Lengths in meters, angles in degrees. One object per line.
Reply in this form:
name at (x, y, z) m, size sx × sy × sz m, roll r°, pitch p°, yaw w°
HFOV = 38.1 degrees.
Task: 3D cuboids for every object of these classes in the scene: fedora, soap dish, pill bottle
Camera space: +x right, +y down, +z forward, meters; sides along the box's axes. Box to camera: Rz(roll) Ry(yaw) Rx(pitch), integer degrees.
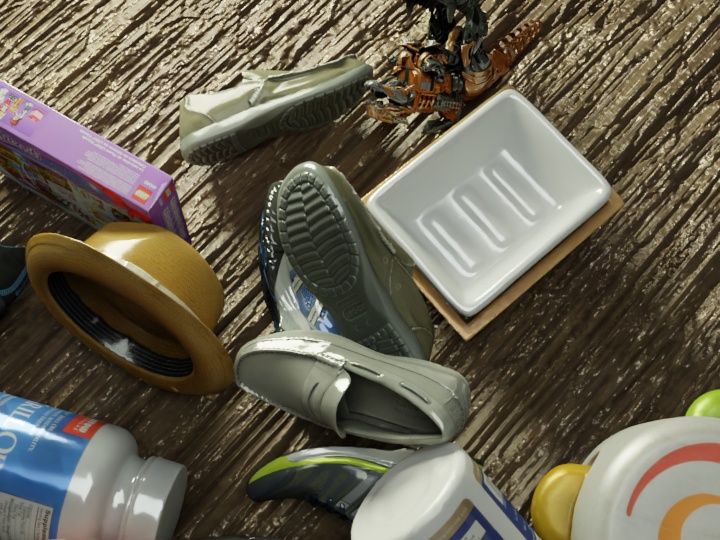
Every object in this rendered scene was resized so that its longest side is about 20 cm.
fedora at (-0.178, 0.019, 0.861) m, size 0.199 × 0.201 × 0.082 m, roll 26°, pitch 58°, yaw 8°
soap dish at (0.113, -0.051, 0.943) m, size 0.199 × 0.081 × 0.158 m, roll -38°, pitch 75°, yaw -15°
pill bottle at (0.093, 0.237, 0.791) m, size 0.111 × 0.111 × 0.200 m, roll -44°, pitch 104°, yaw -16°
pill bottle at (-0.245, 0.168, 0.835) m, size 0.198 × 0.112 × 0.113 m, roll 15°, pitch 70°, yaw 3°

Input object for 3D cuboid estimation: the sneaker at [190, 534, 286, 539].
sneaker at (-0.057, 0.275, 0.819) m, size 0.197 × 0.076 × 0.115 m, roll 14°, pitch 63°, yaw -2°

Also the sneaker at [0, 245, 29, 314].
sneaker at (-0.387, -0.025, 0.935) m, size 0.199 × 0.073 × 0.082 m, roll 33°, pitch 55°, yaw 4°

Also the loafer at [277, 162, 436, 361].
loafer at (0.000, 0.000, 0.863) m, size 0.070 × 0.075 × 0.202 m, roll -41°, pitch 108°, yaw -52°

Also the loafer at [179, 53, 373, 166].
loafer at (-0.084, -0.166, 0.984) m, size 0.198 × 0.075 × 0.070 m, roll -21°, pitch 75°, yaw -9°

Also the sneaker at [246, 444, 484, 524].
sneaker at (0.004, 0.189, 0.857) m, size 0.197 × 0.074 × 0.082 m, roll 1°, pitch 72°, yaw 1°

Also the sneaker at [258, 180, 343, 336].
sneaker at (-0.045, 0.017, 0.924) m, size 0.076 × 0.076 × 0.202 m, roll -10°, pitch 79°, yaw -12°

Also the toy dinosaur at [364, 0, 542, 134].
toy dinosaur at (0.086, -0.209, 1.001) m, size 0.101 × 0.137 × 0.199 m, roll 7°, pitch 30°, yaw 40°

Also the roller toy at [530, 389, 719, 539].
roller toy at (0.252, 0.210, 0.818) m, size 0.198 × 0.140 × 0.184 m, roll -26°, pitch 81°, yaw -5°

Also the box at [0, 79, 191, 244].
box at (-0.246, -0.084, 0.916) m, size 0.199 × 0.137 × 0.039 m, roll 30°, pitch 71°, yaw 9°

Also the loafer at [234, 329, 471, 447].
loafer at (-0.014, 0.093, 0.814) m, size 0.198 × 0.070 × 0.071 m, roll 7°, pitch 112°, yaw 20°
